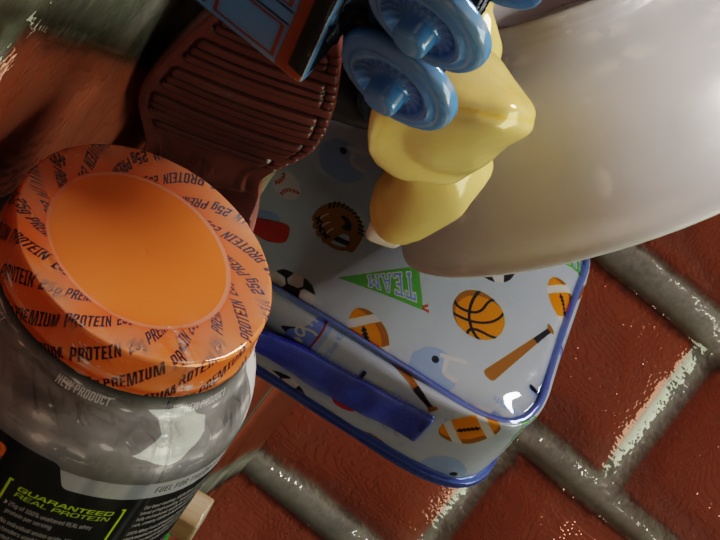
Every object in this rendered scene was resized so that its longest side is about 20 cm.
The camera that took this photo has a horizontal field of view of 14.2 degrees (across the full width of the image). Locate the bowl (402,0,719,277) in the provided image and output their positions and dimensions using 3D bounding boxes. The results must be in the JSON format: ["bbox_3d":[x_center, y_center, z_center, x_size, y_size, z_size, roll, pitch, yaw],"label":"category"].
[{"bbox_3d":[0.098,-0.077,1.228,0.200,0.091,0.201,-19,-166,5],"label":"bowl"}]

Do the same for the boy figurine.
[{"bbox_3d":[0.020,-0.066,1.105,0.200,0.064,0.125,-117,-144,-74],"label":"boy figurine"}]

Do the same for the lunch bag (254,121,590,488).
[{"bbox_3d":[0.000,0.000,1.309,0.076,0.199,0.161,-53,-171,47],"label":"lunch bag"}]

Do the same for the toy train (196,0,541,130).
[{"bbox_3d":[0.011,-0.122,0.920,0.087,0.114,0.200,-53,177,-23],"label":"toy train"}]

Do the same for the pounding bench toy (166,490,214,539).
[{"bbox_3d":[-0.171,0.229,1.897,0.200,0.124,0.156,-51,176,-13],"label":"pounding bench toy"}]

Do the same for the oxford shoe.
[{"bbox_3d":[-0.048,-0.077,1.129,0.200,0.070,0.075,129,-18,-60],"label":"oxford shoe"}]

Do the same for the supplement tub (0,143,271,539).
[{"bbox_3d":[-0.115,0.055,1.029,0.123,0.122,0.200,-46,174,-49],"label":"supplement tub"}]
